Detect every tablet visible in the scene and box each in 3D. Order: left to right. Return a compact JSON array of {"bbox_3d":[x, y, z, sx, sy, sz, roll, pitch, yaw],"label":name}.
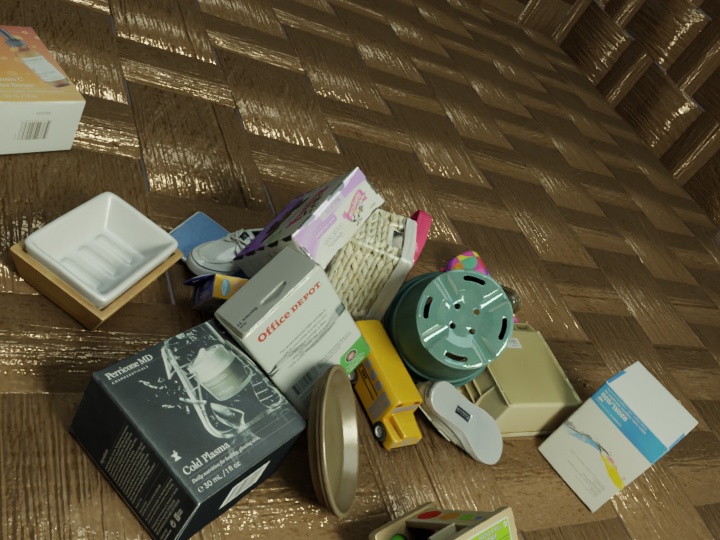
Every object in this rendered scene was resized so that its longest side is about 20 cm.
[{"bbox_3d":[-0.227,-0.016,1.226,0.199,0.014,0.130,37,34,0],"label":"tablet"}]

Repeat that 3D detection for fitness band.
[{"bbox_3d":[0.083,-0.037,1.398,0.037,0.144,0.200,29,35,-6],"label":"fitness band"}]

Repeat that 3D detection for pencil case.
[{"bbox_3d":[0.243,0.054,1.484,0.088,0.089,0.201,7,41,-35],"label":"pencil case"}]

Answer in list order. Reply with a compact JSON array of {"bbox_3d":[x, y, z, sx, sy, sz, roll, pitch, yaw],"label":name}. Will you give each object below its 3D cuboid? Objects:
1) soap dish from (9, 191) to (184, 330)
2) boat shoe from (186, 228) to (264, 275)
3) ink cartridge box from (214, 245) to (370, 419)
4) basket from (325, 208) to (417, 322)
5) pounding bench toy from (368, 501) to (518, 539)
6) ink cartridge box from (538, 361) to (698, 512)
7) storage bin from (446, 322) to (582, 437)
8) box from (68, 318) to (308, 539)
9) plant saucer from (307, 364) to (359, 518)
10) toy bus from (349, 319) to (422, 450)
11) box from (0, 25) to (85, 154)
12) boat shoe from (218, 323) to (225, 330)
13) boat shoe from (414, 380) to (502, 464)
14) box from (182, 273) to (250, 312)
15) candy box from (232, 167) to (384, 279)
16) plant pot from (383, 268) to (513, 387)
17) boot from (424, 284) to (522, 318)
[{"bbox_3d":[-0.373,-0.015,1.042,0.157,0.081,0.200,36,34,1],"label":"soap dish"},{"bbox_3d":[-0.199,-0.040,1.208,0.074,0.065,0.199,48,36,17],"label":"boat shoe"},{"bbox_3d":[-0.090,0.088,1.016,0.147,0.201,0.083,-43,44,-17],"label":"ink cartridge box"},{"bbox_3d":[0.000,0.000,1.245,0.123,0.201,0.136,22,36,-8],"label":"basket"},{"bbox_3d":[0.079,0.378,0.888,0.199,0.155,0.125,-9,86,-45],"label":"pounding bench toy"},{"bbox_3d":[0.446,0.290,1.274,0.147,0.201,0.145,-13,55,-47],"label":"ink cartridge box"},{"bbox_3d":[0.269,0.193,1.332,0.199,0.094,0.199,6,44,-35],"label":"storage bin"},{"bbox_3d":[-0.209,0.195,0.901,0.197,0.124,0.200,44,35,15],"label":"box"},{"bbox_3d":[-0.036,0.229,0.983,0.029,0.201,0.201,-4,36,11],"label":"plant saucer"},{"bbox_3d":[0.036,0.181,1.160,0.065,0.078,0.201,1,47,-39],"label":"toy bus"},{"bbox_3d":[-0.572,-0.296,1.181,0.152,0.107,0.200,-17,61,-49],"label":"box"},{"bbox_3d":[-0.152,0.114,1.088,0.199,0.069,0.084,-2,49,-42],"label":"boat shoe"},{"bbox_3d":[0.156,0.247,1.189,0.200,0.070,0.071,43,64,-27],"label":"boat shoe"},{"bbox_3d":[-0.168,0.046,1.108,0.199,0.119,0.042,10,75,-26],"label":"box"},{"bbox_3d":[-0.083,-0.061,1.128,0.072,0.199,0.168,51,57,-16],"label":"candy box"},{"bbox_3d":[0.145,0.087,1.152,0.198,0.196,0.202,1,81,-5],"label":"plant pot"},{"bbox_3d":[0.200,0.074,1.359,0.097,0.199,0.075,-23,101,-41],"label":"boot"}]
